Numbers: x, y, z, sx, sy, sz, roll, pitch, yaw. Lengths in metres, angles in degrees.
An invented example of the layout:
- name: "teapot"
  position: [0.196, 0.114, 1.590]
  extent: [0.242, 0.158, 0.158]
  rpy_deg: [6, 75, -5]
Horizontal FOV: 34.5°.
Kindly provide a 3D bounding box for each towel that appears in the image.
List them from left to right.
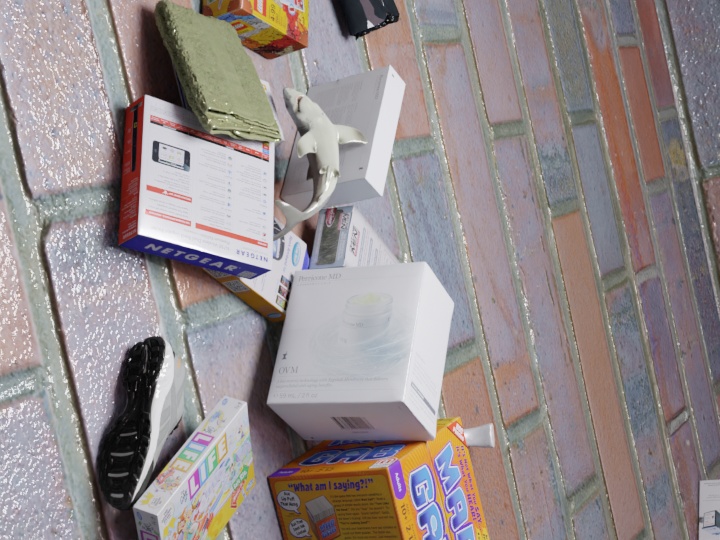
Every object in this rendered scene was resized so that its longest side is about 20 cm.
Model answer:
- name: "towel"
  position: [-0.182, -0.249, 1.471]
  extent: [0.147, 0.036, 0.202]
  rpy_deg: [8, 52, -54]

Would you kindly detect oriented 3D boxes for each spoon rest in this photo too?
- name: "spoon rest"
  position: [0.129, 0.266, 1.864]
  extent: [0.198, 0.060, 0.101]
  rpy_deg: [10, 71, -40]

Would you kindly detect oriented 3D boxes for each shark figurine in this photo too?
- name: "shark figurine"
  position: [-0.067, -0.129, 1.580]
  extent: [0.126, 0.089, 0.218]
  rpy_deg: [16, 64, -22]

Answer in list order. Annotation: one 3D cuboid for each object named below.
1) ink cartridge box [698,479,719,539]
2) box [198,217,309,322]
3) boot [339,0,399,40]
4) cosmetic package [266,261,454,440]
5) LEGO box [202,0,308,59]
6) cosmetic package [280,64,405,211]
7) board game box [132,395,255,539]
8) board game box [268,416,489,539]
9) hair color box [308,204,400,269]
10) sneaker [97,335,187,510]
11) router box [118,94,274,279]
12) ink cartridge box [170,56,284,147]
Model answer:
- name: "ink cartridge box"
  position: [0.884, 0.629, 2.823]
  extent: [0.146, 0.085, 0.203]
  rpy_deg: [38, 50, -44]
- name: "box"
  position: [-0.140, -0.019, 1.555]
  extent: [0.200, 0.041, 0.121]
  rpy_deg: [43, 48, -44]
- name: "boot"
  position: [0.016, -0.477, 1.864]
  extent: [0.200, 0.076, 0.170]
  rpy_deg: [-42, 112, -44]
- name: "cosmetic package"
  position: [0.003, 0.107, 1.533]
  extent: [0.123, 0.196, 0.203]
  rpy_deg: [52, 41, -50]
- name: "LEGO box"
  position: [-0.144, -0.420, 1.620]
  extent: [0.148, 0.076, 0.204]
  rpy_deg: [19, 66, -52]
- name: "cosmetic package"
  position: [-0.023, -0.188, 1.669]
  extent: [0.052, 0.149, 0.203]
  rpy_deg: [41, 50, -41]
- name: "board game box"
  position: [-0.190, 0.263, 1.363]
  extent: [0.200, 0.034, 0.136]
  rpy_deg: [-52, 147, -48]
- name: "board game box"
  position: [0.030, 0.331, 1.564]
  extent: [0.199, 0.198, 0.203]
  rpy_deg: [-23, 100, -55]
- name: "hair color box"
  position: [0.000, 0.000, 1.704]
  extent: [0.200, 0.060, 0.100]
  rpy_deg: [50, 43, -51]
- name: "sneaker"
  position: [-0.240, 0.179, 1.329]
  extent: [0.079, 0.073, 0.203]
  rpy_deg: [47, 46, -46]
- name: "router box"
  position: [-0.199, -0.100, 1.435]
  extent: [0.198, 0.049, 0.183]
  rpy_deg: [16, 65, -38]
- name: "ink cartridge box"
  position: [-0.182, -0.225, 1.530]
  extent: [0.199, 0.037, 0.096]
  rpy_deg: [13, 55, -55]
